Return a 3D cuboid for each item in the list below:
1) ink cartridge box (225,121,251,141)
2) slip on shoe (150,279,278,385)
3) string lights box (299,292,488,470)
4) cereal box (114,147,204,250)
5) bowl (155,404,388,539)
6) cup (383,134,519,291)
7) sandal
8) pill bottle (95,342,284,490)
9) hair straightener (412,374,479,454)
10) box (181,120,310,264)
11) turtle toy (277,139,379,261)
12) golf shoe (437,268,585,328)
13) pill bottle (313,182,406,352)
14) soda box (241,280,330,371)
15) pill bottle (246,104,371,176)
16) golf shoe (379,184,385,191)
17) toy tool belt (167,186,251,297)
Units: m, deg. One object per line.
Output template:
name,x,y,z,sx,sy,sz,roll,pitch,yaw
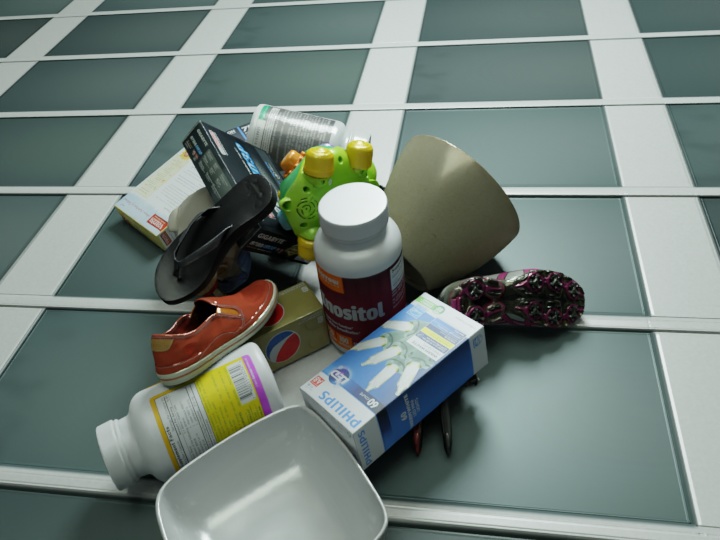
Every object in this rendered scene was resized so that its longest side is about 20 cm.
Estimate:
ink cartridge box,-0.207,-0.225,1.287,0.097,0.040,0.200,-24,43,-17
slip on shoe,-0.165,0.056,0.813,0.073,0.063,0.199,-4,23,37
string lights box,0.041,0.118,0.784,0.198,0.060,0.102,-34,40,-26
cereal box,-0.301,-0.136,1.177,0.142,0.040,0.200,29,65,36
bowl,-0.088,0.255,0.694,0.196,0.076,0.200,-27,45,-21
cup,0.098,-0.059,0.952,0.198,0.201,0.144,31,75,37
sandal,-0.191,-0.046,0.872,0.076,0.043,0.201,41,88,25
pill bottle,-0.190,0.167,0.787,0.196,0.106,0.105,-23,42,-16
hair straightener,0.105,0.132,0.836,0.074,0.042,0.202,0,37,9
box,-0.151,-0.107,0.992,0.046,0.158,0.202,-41,64,18
turtle toy,-0.040,-0.109,0.935,0.100,0.150,0.197,27,31,34
golf shoe,0.193,0.034,0.897,0.194,0.075,0.092,2,0,-14
pill bottle,0.000,0.000,0.870,0.109,0.204,0.115,-5,39,4
soda box,-0.141,0.093,0.890,0.196,0.069,0.064,-25,43,-18
pill bottle,-0.085,-0.200,1.159,0.194,0.115,0.115,13,42,3
golf shoe,-0.041,-0.089,1.062,0.194,0.096,0.079,-8,41,2
toy tool belt,-0.200,-0.020,0.993,0.123,0.123,0.203,-29,43,15
